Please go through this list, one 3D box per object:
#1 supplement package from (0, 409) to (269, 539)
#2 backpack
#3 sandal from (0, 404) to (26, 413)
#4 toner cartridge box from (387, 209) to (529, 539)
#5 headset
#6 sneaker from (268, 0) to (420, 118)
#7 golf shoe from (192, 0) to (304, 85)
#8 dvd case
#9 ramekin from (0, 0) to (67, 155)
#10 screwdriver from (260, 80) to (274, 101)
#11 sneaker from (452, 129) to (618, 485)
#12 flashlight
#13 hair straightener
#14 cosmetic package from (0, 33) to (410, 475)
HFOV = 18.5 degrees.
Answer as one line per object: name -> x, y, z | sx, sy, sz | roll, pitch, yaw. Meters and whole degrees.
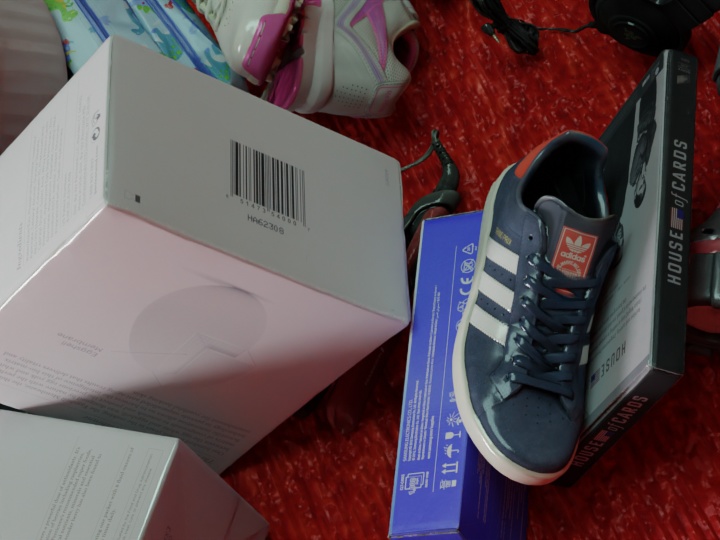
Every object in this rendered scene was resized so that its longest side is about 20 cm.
supplement package -> -0.177, 0.161, 1.276 | 0.198, 0.120, 0.122 | 7, 65, 31
backpack -> -0.161, -0.132, 1.450 | 0.152, 0.164, 0.201 | -16, 57, -12
sandal -> -0.196, 0.029, 1.425 | 0.200, 0.048, 0.075 | -41, 49, -3
toner cartridge box -> 0.061, 0.077, 1.228 | 0.043, 0.095, 0.201 | -8, 55, 23
headset -> 0.165, -0.189, 1.346 | 0.199, 0.094, 0.124 | -30, 33, 33
sneaker -> -0.006, -0.157, 1.442 | 0.087, 0.082, 0.201 | 18, 40, -11
golf shoe -> -0.085, -0.177, 1.397 | 0.200, 0.091, 0.076 | -100, 31, -64
dvd case -> 0.142, 0.000, 1.217 | 0.025, 0.150, 0.202 | 14, 58, -12
ramekin -> -0.277, -0.113, 1.384 | 0.199, 0.097, 0.203 | 1, 91, 34
screwdriver -> -0.097, -0.028, 1.389 | 0.029, 0.028, 0.201 | 33, 96, 3
sneaker -> 0.100, 0.012, 1.171 | 0.085, 0.074, 0.202 | 132, 147, -51
flashlight -> 0.213, -0.053, 1.247 | 0.067, 0.068, 0.201 | -4, 58, 30
hair straightener -> 0.000, 0.000, 1.344 | 0.076, 0.041, 0.201 | 13, 71, 34
cosmetic package -> -0.110, -0.001, 1.255 | 0.200, 0.198, 0.124 | -40, 40, 39
